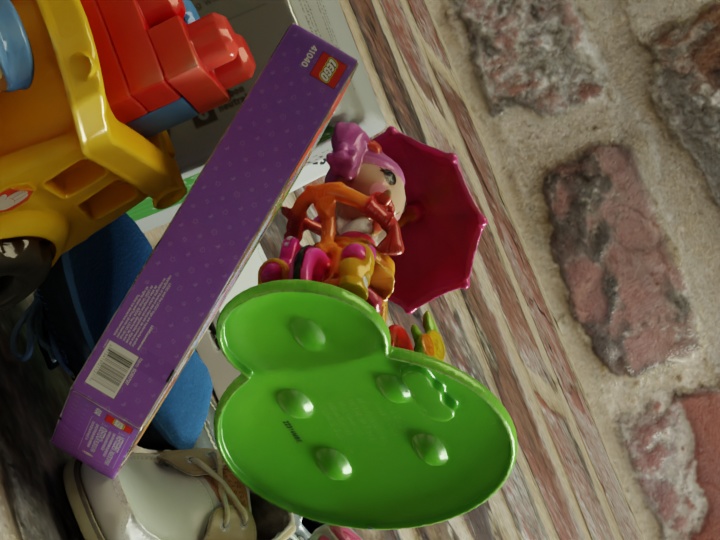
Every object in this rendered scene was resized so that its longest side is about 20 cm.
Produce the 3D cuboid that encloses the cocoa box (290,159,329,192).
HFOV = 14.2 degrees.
[{"bbox_3d":[-0.098,-0.156,1.911,0.200,0.133,0.131,59,11,-36],"label":"cocoa box"}]

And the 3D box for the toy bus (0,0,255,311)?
[{"bbox_3d":[-0.151,-0.079,1.271,0.136,0.192,0.200,70,12,18],"label":"toy bus"}]

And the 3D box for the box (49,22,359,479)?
[{"bbox_3d":[-0.074,-0.006,1.340,0.039,0.200,0.137,31,-16,-2],"label":"box"}]

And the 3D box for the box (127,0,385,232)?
[{"bbox_3d":[-0.121,-0.131,1.533,0.171,0.199,0.200,-5,73,-80],"label":"box"}]

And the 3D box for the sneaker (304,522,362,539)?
[{"bbox_3d":[-0.041,0.227,1.460,0.074,0.087,0.200,31,50,-30],"label":"sneaker"}]

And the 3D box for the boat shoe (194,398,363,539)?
[{"bbox_3d":[-0.054,0.124,1.671,0.200,0.062,0.073,58,12,-37],"label":"boat shoe"}]

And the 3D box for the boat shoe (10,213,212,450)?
[{"bbox_3d":[-0.136,0.033,1.445,0.200,0.069,0.084,72,35,-48],"label":"boat shoe"}]

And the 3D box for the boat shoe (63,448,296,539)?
[{"bbox_3d":[-0.090,0.119,1.467,0.075,0.068,0.200,68,10,13],"label":"boat shoe"}]

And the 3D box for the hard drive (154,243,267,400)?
[{"bbox_3d":[-0.076,0.038,1.881,0.132,0.026,0.200,66,10,3],"label":"hard drive"}]

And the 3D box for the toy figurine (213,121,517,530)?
[{"bbox_3d":[0.000,0.000,1.458,0.200,0.150,0.184,58,29,-45],"label":"toy figurine"}]
